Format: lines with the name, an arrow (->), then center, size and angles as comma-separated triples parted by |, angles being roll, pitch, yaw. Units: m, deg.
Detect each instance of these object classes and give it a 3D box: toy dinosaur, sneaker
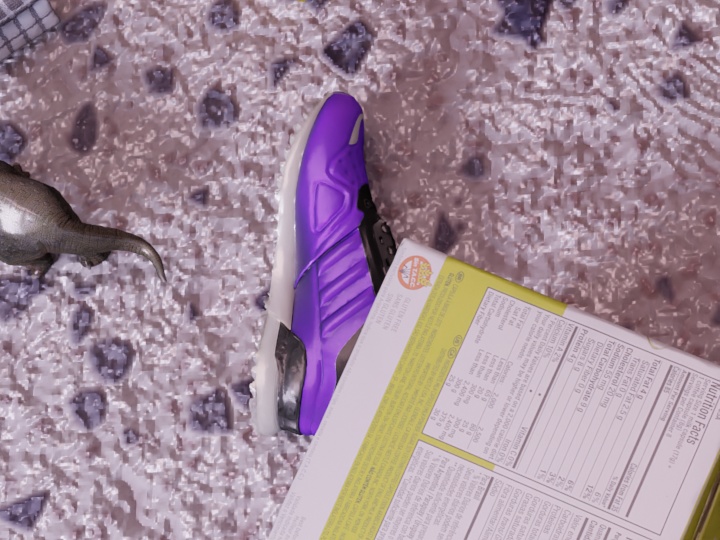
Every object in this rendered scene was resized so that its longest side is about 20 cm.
toy dinosaur -> -0.205, -0.034, 1.607 | 0.200, 0.102, 0.077 | 39, 89, 23
sneaker -> 0.000, 0.000, 1.560 | 0.099, 0.070, 0.202 | 6, 81, 11

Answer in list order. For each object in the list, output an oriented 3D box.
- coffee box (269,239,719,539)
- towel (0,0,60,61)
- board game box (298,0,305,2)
coffee box -> 0.089, 0.134, 1.411 | 0.197, 0.200, 0.201 | 21, 81, 20
towel -> -0.302, -0.192, 1.689 | 0.165, 0.086, 0.200 | -36, 68, 3
board game box -> -0.046, -0.269, 1.667 | 0.095, 0.030, 0.201 | 15, 77, 19
